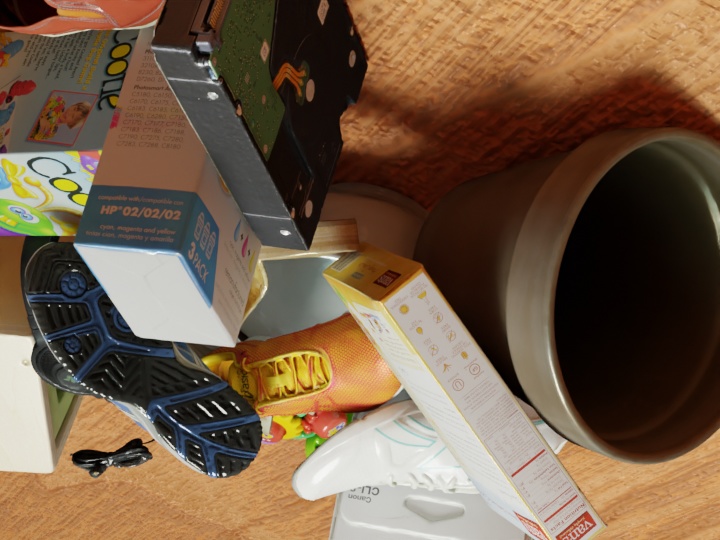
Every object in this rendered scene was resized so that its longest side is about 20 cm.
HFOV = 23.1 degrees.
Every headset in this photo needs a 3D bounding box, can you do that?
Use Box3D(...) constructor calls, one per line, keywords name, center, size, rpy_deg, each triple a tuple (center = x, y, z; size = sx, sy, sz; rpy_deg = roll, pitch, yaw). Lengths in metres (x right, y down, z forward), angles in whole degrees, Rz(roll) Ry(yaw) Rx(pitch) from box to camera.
Box3D(name="headset", center=(-0.197, 0.051, 1.265), size=(0.094, 0.124, 0.200), rpy_deg=(-11, 106, 24))

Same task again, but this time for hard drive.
Box3D(name="hard drive", center=(-0.052, -0.120, 0.986), size=(0.038, 0.140, 0.200), rpy_deg=(7, 153, 19))

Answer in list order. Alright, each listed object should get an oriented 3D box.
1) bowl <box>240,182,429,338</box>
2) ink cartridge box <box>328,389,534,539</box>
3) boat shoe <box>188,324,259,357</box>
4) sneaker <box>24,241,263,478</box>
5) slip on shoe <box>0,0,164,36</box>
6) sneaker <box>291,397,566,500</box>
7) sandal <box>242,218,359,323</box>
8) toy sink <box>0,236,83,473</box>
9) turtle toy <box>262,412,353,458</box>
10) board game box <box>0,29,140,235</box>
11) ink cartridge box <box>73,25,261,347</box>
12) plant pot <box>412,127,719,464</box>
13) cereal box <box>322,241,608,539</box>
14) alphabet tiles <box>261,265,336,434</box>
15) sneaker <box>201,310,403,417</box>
Box3D(name="bowl", center=(0.000, 0.000, 1.249), size=(0.201, 0.091, 0.201), rpy_deg=(14, 155, 7))
Box3D(name="ink cartridge box", center=(0.068, 0.181, 1.325), size=(0.145, 0.145, 0.200), rpy_deg=(8, 162, 10))
Box3D(name="boat shoe", center=(-0.137, 0.016, 1.329), size=(0.200, 0.060, 0.074), rpy_deg=(45, 125, -5))
Box3D(name="sneaker", center=(-0.153, 0.062, 1.178), size=(0.200, 0.076, 0.077), rpy_deg=(50, 166, -16))
Box3D(name="slip on shoe", center=(-0.155, -0.171, 1.008), size=(0.061, 0.074, 0.200), rpy_deg=(-13, -174, -44))
Box3D(name="sneaker", center=(0.050, 0.122, 1.208), size=(0.200, 0.080, 0.070), rpy_deg=(-23, 172, 1))
Box3D(name="sandal", center=(-0.088, 0.012, 1.137), size=(0.211, 0.070, 0.078), rpy_deg=(-7, 179, 39))
Box3D(name="toy sink", center=(-0.263, 0.040, 1.353), size=(0.112, 0.200, 0.131), rpy_deg=(3, 124, 6))
Box3D(name="turtle toy", center=(-0.053, 0.102, 1.469), size=(0.146, 0.101, 0.200), rpy_deg=(-12, 142, 45))
Box3D(name="board game box", center=(-0.198, -0.091, 1.171), size=(0.200, 0.105, 0.103), rpy_deg=(1, 150, 31))
Box3D(name="ink cartridge box", center=(-0.096, -0.071, 1.045), size=(0.068, 0.200, 0.115), rpy_deg=(4, 152, 16))
Box3D(name="plant pot", center=(0.131, 0.008, 1.103), size=(0.200, 0.200, 0.173), rpy_deg=(36, 164, -35))
Box3D(name="cereal box", center=(0.061, 0.077, 1.083), size=(0.200, 0.039, 0.144), rpy_deg=(54, 172, -15))
Box3D(name="alphabet tiles", center=(-0.119, 0.040, 1.376), size=(0.200, 0.006, 0.167), rpy_deg=(19, 121, 13))
Box3D(name="sneaker", center=(-0.043, 0.076, 1.215), size=(0.200, 0.073, 0.077), rpy_deg=(-17, -176, 46))
